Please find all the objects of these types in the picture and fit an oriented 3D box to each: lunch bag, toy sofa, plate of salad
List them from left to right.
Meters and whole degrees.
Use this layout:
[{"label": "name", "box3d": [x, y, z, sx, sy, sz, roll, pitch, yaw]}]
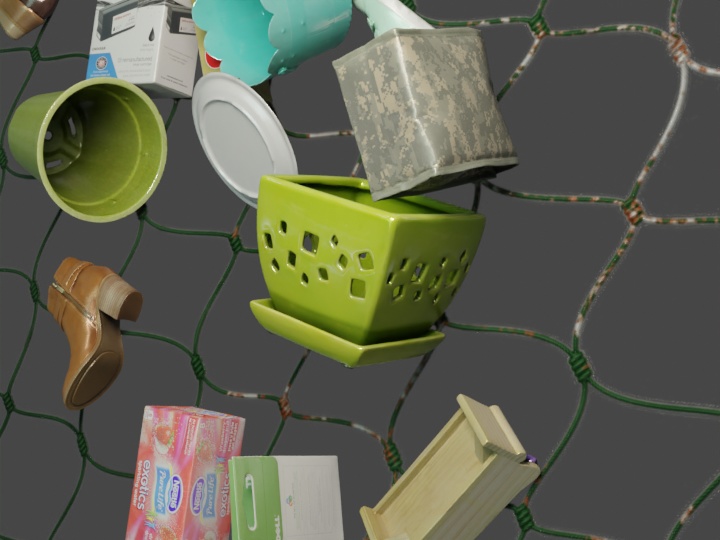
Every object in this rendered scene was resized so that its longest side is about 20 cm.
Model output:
[{"label": "plate of salad", "box3d": [-0.144, -0.167, 1.429, 0.199, 0.048, 0.201, 31, 141, 29]}, {"label": "lunch bag", "box3d": [0.085, -0.175, 1.216, 0.117, 0.199, 0.165, -20, 86, 43]}, {"label": "toy sofa", "box3d": [0.099, 0.245, 1.236, 0.200, 0.097, 0.083, -52, 35, 17]}]

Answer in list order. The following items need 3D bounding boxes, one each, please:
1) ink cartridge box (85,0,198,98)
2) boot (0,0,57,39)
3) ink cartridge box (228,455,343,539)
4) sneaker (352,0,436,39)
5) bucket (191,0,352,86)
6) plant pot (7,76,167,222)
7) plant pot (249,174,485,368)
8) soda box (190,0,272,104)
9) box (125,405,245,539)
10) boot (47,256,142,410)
[{"label": "ink cartridge box", "box3d": [-0.306, -0.355, 1.588, 0.144, 0.084, 0.202, 4, 85, 34]}, {"label": "boot", "box3d": [-0.539, -0.481, 1.790, 0.166, 0.072, 0.200, -44, 60, 7]}, {"label": "ink cartridge box", "box3d": [-0.101, 0.270, 1.285, 0.059, 0.199, 0.105, -12, 75, 32]}, {"label": "sneaker", "box3d": [0.026, -0.268, 1.352, 0.200, 0.074, 0.118, 44, 101, 28]}, {"label": "bucket", "box3d": [-0.114, -0.344, 1.380, 0.207, 0.134, 0.208, 39, 141, 40]}, {"label": "plant pot", "box3d": [-0.412, -0.186, 1.590, 0.189, 0.199, 0.202, 19, 94, 46]}, {"label": "plant pot", "box3d": [0.000, 0.000, 1.262, 0.198, 0.199, 0.183, 20, 103, 34]}, {"label": "soda box", "box3d": [-0.178, -0.314, 1.505, 0.064, 0.068, 0.202, -20, 72, 30]}, {"label": "box", "box3d": [-0.227, 0.282, 1.433, 0.102, 0.094, 0.202, 7, 87, 34]}, {"label": "boot", "box3d": [-0.411, 0.085, 1.597, 0.155, 0.077, 0.201, 24, 94, 32]}]
